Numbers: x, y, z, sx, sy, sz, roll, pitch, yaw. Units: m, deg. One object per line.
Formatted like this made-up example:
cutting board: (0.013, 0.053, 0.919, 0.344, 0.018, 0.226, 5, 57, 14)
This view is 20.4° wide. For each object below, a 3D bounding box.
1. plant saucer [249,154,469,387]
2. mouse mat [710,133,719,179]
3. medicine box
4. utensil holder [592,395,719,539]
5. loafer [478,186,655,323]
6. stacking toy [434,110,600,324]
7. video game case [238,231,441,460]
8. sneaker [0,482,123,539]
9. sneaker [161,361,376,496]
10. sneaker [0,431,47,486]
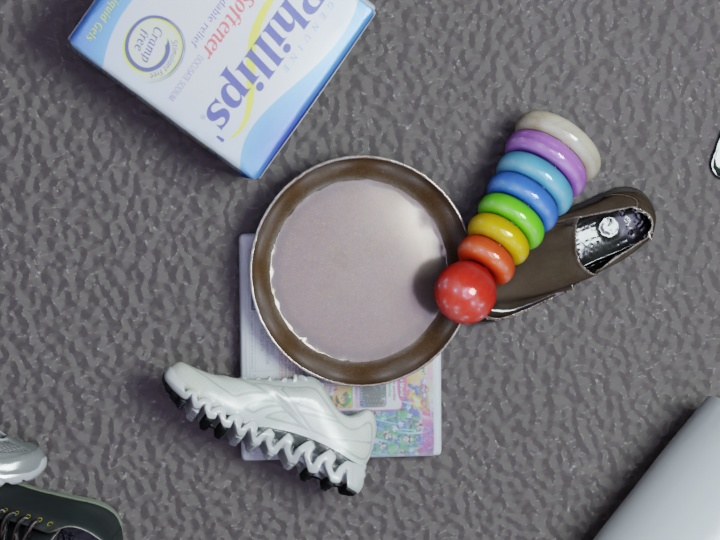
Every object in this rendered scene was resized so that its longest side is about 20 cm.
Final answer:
plant saucer: (0.000, 0.000, 1.759, 0.198, 0.032, 0.202, 0, 93, -8)
mouse mat: (0.434, -0.130, 1.838, 0.198, 0.008, 0.162, 20, 92, -7)
medicine box: (-0.119, -0.208, 1.715, 0.199, 0.103, 0.183, 36, 89, -7)
utensil holder: (0.310, 0.237, 1.772, 0.170, 0.170, 0.201, 39, 86, -8)
loafer: (0.176, -0.017, 1.781, 0.199, 0.071, 0.073, -30, 97, -4)
stacking toy: (0.126, -0.040, 1.739, 0.085, 0.085, 0.201, 38, 70, -8)
video game case: (-0.018, 0.067, 1.788, 0.180, 0.024, 0.202, -1, 93, -7)
sneaker: (-0.302, 0.222, 1.722, 0.198, 0.106, 0.076, 4, 94, -7)
sneaker: (-0.078, 0.122, 1.743, 0.199, 0.075, 0.082, 27, 76, -10)
sneaker: (-0.363, 0.130, 1.723, 0.198, 0.075, 0.083, 17, 94, -7)
